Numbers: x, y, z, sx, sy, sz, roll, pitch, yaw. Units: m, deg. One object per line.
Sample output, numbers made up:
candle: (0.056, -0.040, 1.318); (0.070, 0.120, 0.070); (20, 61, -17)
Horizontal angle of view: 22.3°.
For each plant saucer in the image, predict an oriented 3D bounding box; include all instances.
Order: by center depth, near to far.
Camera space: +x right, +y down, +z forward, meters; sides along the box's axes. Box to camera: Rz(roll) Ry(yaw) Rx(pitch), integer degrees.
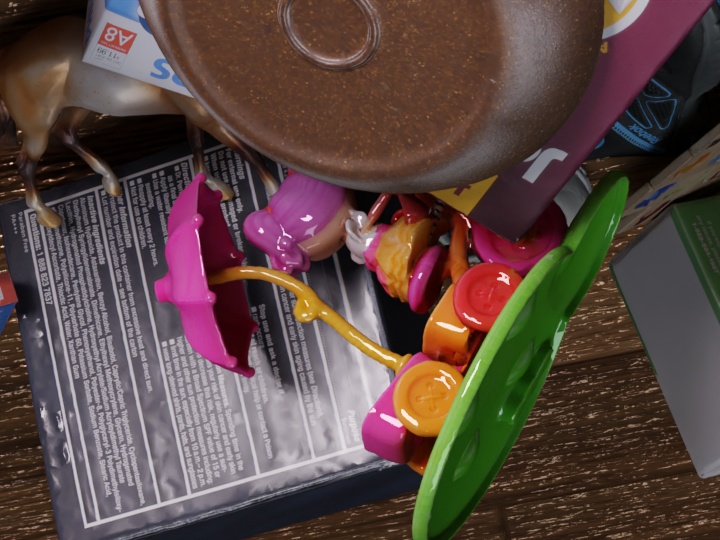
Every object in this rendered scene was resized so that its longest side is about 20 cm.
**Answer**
plant saucer: (-0.007, -0.103, 0.703); (0.200, 0.037, 0.201); (13, 131, 15)

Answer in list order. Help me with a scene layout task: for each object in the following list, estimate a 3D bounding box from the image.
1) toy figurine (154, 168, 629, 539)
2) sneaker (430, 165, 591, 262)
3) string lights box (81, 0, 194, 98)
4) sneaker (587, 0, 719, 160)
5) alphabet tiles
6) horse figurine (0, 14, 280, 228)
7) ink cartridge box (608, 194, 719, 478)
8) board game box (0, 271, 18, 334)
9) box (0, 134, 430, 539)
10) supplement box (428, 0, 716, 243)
toy figurine: (0.000, 0.000, 0.849); (0.184, 0.200, 0.150); (27, 160, 16)
sneaker: (0.073, -0.036, 1.025); (0.076, 0.092, 0.200); (-25, 147, 28)
string lights box: (-0.035, -0.159, 0.759); (0.102, 0.059, 0.200); (16, 134, -19)
sneaker: (0.140, -0.111, 0.931); (0.082, 0.073, 0.200); (-11, 150, 2)
alphabet tiles: (0.229, -0.083, 0.999); (0.167, 0.008, 0.200); (-21, 165, -42)
horse figurine: (-0.117, -0.085, 0.901); (0.199, 0.050, 0.133); (0, 129, 19)
ink cartridge box: (0.272, 0.024, 1.086); (0.199, 0.146, 0.088); (-10, 157, -29)
board game box: (-0.250, 0.039, 1.016); (0.103, 0.020, 0.200); (-15, 174, -18)
box: (-0.067, 0.039, 0.987); (0.198, 0.201, 0.123); (-17, 165, 15)
supplement box: (0.074, -0.120, 0.739); (0.110, 0.086, 0.200); (30, 134, -6)
